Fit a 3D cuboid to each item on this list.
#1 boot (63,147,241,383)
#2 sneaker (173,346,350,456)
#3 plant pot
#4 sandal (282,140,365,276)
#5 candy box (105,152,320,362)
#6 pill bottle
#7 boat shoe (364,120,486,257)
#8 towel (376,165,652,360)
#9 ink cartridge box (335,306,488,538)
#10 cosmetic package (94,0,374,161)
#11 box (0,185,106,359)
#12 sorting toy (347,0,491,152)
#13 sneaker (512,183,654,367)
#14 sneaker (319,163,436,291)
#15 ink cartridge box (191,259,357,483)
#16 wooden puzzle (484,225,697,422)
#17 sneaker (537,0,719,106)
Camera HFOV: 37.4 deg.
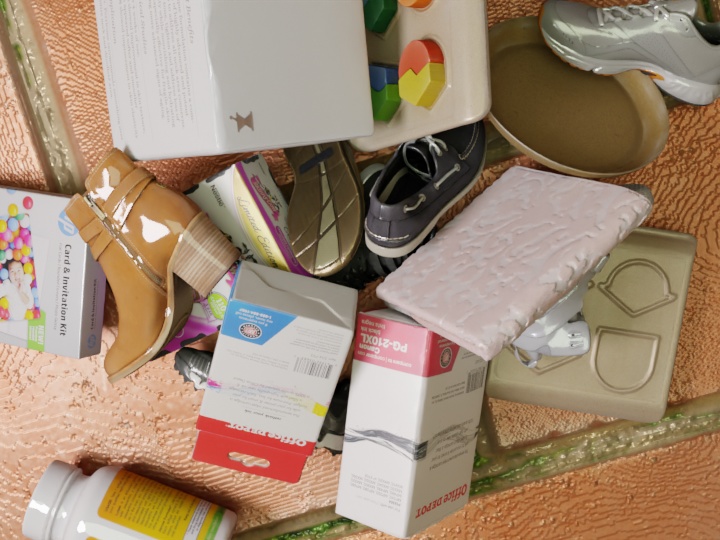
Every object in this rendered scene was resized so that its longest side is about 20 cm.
[{"bbox_3d":[-0.220,-0.003,0.993,0.155,0.074,0.200,41,110,-3],"label":"boot"},{"bbox_3d":[-0.090,0.109,1.090,0.199,0.066,0.091,26,94,-7],"label":"sneaker"},{"bbox_3d":[0.194,-0.160,1.001,0.199,0.201,0.028,23,141,-1],"label":"plant pot"},{"bbox_3d":[-0.031,-0.081,1.030,0.080,0.054,0.201,-27,53,20],"label":"sandal"},{"bbox_3d":[-0.154,-0.010,1.046,0.199,0.061,0.137,-26,96,26],"label":"candy box"},{"bbox_3d":[-0.237,0.268,1.094,0.199,0.111,0.112,21,98,0],"label":"pill bottle"},{"bbox_3d":[0.066,-0.099,1.001,0.072,0.200,0.063,20,144,22],"label":"boat shoe"},{"bbox_3d":[0.130,-0.013,0.946,0.200,0.191,0.032,-41,117,-14],"label":"towel"},{"bbox_3d":[0.054,0.139,1.037,0.084,0.144,0.202,12,99,30],"label":"ink cartridge box"},{"bbox_3d":[-0.116,-0.190,0.954,0.166,0.199,0.169,-11,100,-37],"label":"cosmetic package"},{"bbox_3d":[-0.348,-0.005,1.068,0.199,0.041,0.157,9,99,20],"label":"box"},{"bbox_3d":[0.038,-0.211,0.959,0.036,0.200,0.187,-2,88,-33],"label":"sorting toy"},{"bbox_3d":[0.206,0.007,1.012,0.199,0.075,0.115,-32,100,14],"label":"sneaker"},{"bbox_3d":[0.000,0.000,1.047,0.099,0.071,0.201,36,98,41],"label":"sneaker"},{"bbox_3d":[-0.084,0.100,1.000,0.115,0.067,0.201,15,124,-7],"label":"ink cartridge box"},{"bbox_3d":[0.230,0.045,1.078,0.184,0.046,0.202,9,103,2],"label":"wooden puzzle"},{"bbox_3d":[0.268,-0.231,1.001,0.199,0.076,0.092,14,140,-8],"label":"sneaker"}]
